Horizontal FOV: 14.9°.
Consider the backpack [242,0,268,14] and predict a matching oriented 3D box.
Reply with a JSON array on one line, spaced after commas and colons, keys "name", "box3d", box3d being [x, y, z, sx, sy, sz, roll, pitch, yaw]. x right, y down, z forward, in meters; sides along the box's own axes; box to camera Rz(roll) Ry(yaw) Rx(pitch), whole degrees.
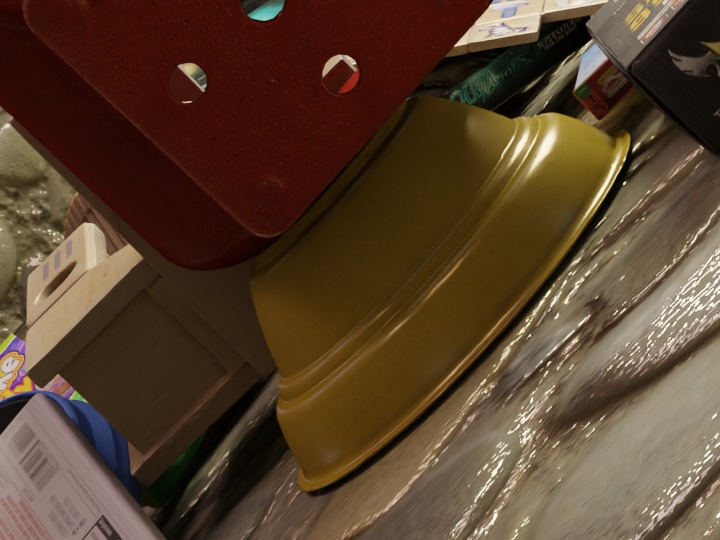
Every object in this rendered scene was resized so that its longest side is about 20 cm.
[{"name": "backpack", "box3d": [-0.083, -0.092, 1.834, 0.200, 0.151, 0.177, -43, 2, -25]}]

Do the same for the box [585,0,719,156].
[{"name": "box", "box3d": [0.174, -0.140, 1.025, 0.200, 0.048, 0.158, -46, 8, 8]}]

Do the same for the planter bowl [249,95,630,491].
[{"name": "planter bowl", "box3d": [0.013, -0.010, 1.134, 0.200, 0.083, 0.200, -47, 8, 9]}]

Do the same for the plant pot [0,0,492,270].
[{"name": "plant pot", "box3d": [-0.058, -0.117, 1.094, 0.200, 0.200, 0.176, -47, 19, 0]}]

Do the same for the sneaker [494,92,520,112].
[{"name": "sneaker", "box3d": [0.044, -0.094, 1.505, 0.095, 0.079, 0.200, -25, -8, -40]}]

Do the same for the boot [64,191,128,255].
[{"name": "boot", "box3d": [-0.085, -0.023, 1.551, 0.166, 0.073, 0.200, -20, -18, -30]}]

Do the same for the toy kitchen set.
[{"name": "toy kitchen set", "box3d": [-0.090, -0.045, 1.294, 0.200, 0.163, 0.180, -44, 14, 5]}]

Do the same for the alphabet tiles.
[{"name": "alphabet tiles", "box3d": [0.058, -0.129, 1.339, 0.199, 0.008, 0.167, -10, 18, 10]}]

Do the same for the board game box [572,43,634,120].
[{"name": "board game box", "box3d": [0.168, -0.147, 1.168, 0.200, 0.019, 0.103, -45, 5, 14]}]

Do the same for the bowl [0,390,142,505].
[{"name": "bowl", "box3d": [-0.185, 0.148, 1.340, 0.200, 0.039, 0.201, -37, 34, 30]}]

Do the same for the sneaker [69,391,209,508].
[{"name": "sneaker", "box3d": [-0.098, 0.055, 1.455, 0.084, 0.074, 0.200, -48, 6, 26]}]

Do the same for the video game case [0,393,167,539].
[{"name": "video game case", "box3d": [-0.168, 0.162, 1.225, 0.183, 0.022, 0.200, -50, 29, 0]}]

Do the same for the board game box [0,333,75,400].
[{"name": "board game box", "box3d": [-0.214, 0.144, 1.526, 0.200, 0.045, 0.134, -50, 41, -12]}]

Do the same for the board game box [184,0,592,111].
[{"name": "board game box", "box3d": [-0.002, -0.102, 1.373, 0.199, 0.028, 0.135, 4, 28, 38]}]
